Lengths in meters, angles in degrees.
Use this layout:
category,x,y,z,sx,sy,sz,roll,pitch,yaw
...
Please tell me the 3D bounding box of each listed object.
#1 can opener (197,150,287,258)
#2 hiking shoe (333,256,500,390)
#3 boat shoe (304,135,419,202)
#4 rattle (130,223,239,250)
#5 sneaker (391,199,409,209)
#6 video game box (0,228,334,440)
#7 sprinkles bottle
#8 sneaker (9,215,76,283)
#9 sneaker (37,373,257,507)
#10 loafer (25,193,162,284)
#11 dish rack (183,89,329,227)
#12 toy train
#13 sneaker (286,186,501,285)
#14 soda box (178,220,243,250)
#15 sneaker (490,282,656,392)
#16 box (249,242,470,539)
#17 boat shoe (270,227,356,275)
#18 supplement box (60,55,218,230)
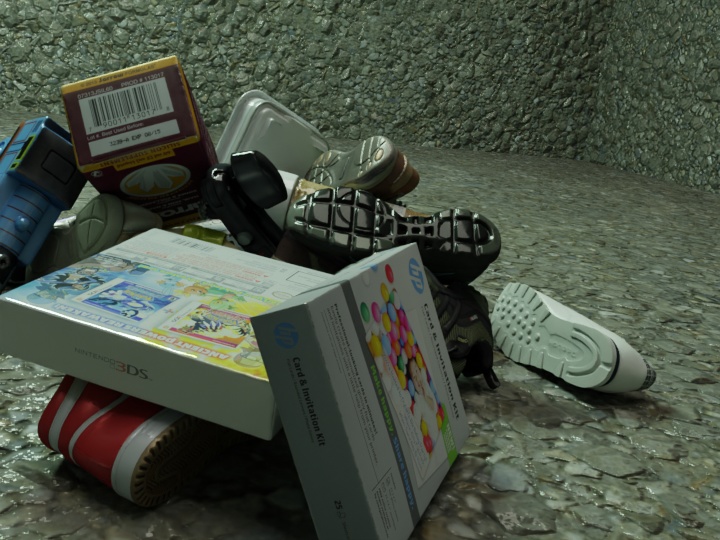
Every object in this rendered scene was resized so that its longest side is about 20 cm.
category,x,y,z,sx,sy,sz,roll,pitch,yaw
can opener,-0.100,-0.037,0.802,0.078,0.200,0.064,-2,54,18
hiking shoe,0.053,0.051,0.703,0.200,0.076,0.101,14,46,-37
boat shoe,-0.007,-0.098,0.935,0.072,0.076,0.200,30,-16,-28
rattle,-0.159,0.067,0.731,0.130,0.143,0.200,3,50,-37
sneaker,0.045,-0.044,1.044,0.085,0.078,0.200,12,-16,37
video game box,-0.111,0.032,0.562,0.199,0.047,0.182,15,19,16
sprinkles bottle,-0.006,-0.050,0.870,0.199,0.068,0.068,16,14,-1
sneaker,-0.344,-0.033,0.919,0.199,0.081,0.083,-3,12,-33
sneaker,-0.133,0.087,0.573,0.112,0.071,0.200,17,19,23
loafer,-0.271,-0.016,0.803,0.063,0.072,0.200,9,-25,-42
dish rack,-0.116,-0.104,0.996,0.043,0.201,0.171,23,-1,38
toy train,-0.348,-0.058,0.792,0.114,0.200,0.087,-1,-32,45
sneaker,0.027,-0.020,0.746,0.199,0.079,0.076,11,54,-7
soda box,-0.158,-0.019,0.905,0.199,0.064,0.068,-16,24,-27
sneaker,0.211,0.073,0.830,0.080,0.077,0.200,12,15,-29
box,0.012,0.075,0.522,0.041,0.156,0.200,-14,5,22
boat shoe,0.000,0.000,0.807,0.200,0.065,0.072,15,14,-36
supplement box,-0.204,-0.114,0.797,0.110,0.086,0.200,-16,-15,-5
